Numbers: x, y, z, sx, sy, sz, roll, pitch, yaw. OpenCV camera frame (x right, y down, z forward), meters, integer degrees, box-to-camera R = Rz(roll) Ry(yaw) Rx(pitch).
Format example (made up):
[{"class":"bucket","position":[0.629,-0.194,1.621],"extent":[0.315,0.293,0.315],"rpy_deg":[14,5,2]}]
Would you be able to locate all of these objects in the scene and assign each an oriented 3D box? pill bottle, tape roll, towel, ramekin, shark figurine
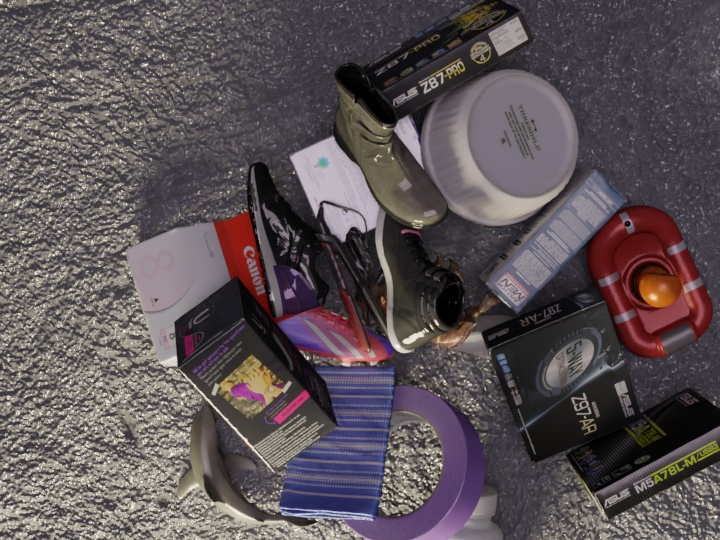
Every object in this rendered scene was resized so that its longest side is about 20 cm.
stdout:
[{"class":"pill bottle","position":[0.128,0.384,1.536],"extent":[0.110,0.111,0.202],"rpy_deg":[7,94,1]},{"class":"tape roll","position":[0.057,0.253,1.502],"extent":[0.198,0.066,0.202],"rpy_deg":[-11,66,26]},{"class":"towel","position":[-0.031,0.219,1.511],"extent":[0.144,0.024,0.202],"rpy_deg":[-2,70,27]},{"class":"ramekin","position":[0.183,-0.160,1.475],"extent":[0.200,0.094,0.205],"rpy_deg":[2,84,-19]},{"class":"shark figurine","position":[-0.167,0.299,1.552],"extent":[0.214,0.090,0.128],"rpy_deg":[40,95,1]}]

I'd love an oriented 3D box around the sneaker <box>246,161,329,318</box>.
[{"class":"sneaker","position":[-0.092,-0.044,1.504],"extent":[0.087,0.076,0.202],"rpy_deg":[-12,84,-8]}]

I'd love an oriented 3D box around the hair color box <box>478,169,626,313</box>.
[{"class":"hair color box","position":[0.246,-0.039,1.512],"extent":[0.061,0.100,0.200],"rpy_deg":[44,94,-3]}]

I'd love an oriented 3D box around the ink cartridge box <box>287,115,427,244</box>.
[{"class":"ink cartridge box","position":[0.023,-0.128,1.525],"extent":[0.198,0.076,0.137],"rpy_deg":[-24,93,4]}]

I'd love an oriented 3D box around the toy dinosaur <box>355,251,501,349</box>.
[{"class":"toy dinosaur","position":[0.093,0.056,1.503],"extent":[0.086,0.200,0.136],"rpy_deg":[29,99,-41]}]

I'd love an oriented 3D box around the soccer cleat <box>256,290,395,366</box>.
[{"class":"soccer cleat","position":[-0.050,0.077,1.542],"extent":[0.198,0.067,0.077],"rpy_deg":[8,98,7]}]

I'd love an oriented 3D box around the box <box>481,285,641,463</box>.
[{"class":"box","position":[0.261,0.137,1.511],"extent":[0.159,0.044,0.201],"rpy_deg":[-22,119,3]}]

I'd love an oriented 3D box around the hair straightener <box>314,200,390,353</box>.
[{"class":"hair straightener","position":[0.000,0.000,1.490],"extent":[0.076,0.041,0.202],"rpy_deg":[-24,94,-12]}]

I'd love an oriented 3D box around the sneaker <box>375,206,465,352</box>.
[{"class":"sneaker","position":[0.078,-0.006,1.433],"extent":[0.099,0.070,0.202],"rpy_deg":[-16,75,41]}]

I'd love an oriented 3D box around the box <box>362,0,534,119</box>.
[{"class":"box","position":[0.105,-0.270,1.471],"extent":[0.199,0.161,0.049],"rpy_deg":[-30,110,4]}]

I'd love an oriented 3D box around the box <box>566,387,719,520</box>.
[{"class":"box","position":[0.367,0.227,1.476],"extent":[0.192,0.200,0.048],"rpy_deg":[-31,94,4]}]

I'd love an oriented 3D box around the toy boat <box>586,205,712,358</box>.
[{"class":"toy boat","position":[0.374,0.015,1.497],"extent":[0.130,0.131,0.201],"rpy_deg":[-26,93,2]}]

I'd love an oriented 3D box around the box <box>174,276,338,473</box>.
[{"class":"box","position":[-0.131,0.129,1.454],"extent":[0.106,0.122,0.200],"rpy_deg":[-35,116,6]}]

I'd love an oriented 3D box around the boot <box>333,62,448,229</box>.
[{"class":"boot","position":[0.031,-0.146,1.398],"extent":[0.068,0.131,0.200],"rpy_deg":[-37,74,-15]}]

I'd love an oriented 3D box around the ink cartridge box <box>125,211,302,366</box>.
[{"class":"ink cartridge box","position":[-0.191,0.014,1.527],"extent":[0.198,0.057,0.164],"rpy_deg":[-23,76,12]}]

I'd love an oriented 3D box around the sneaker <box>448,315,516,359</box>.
[{"class":"sneaker","position":[0.201,0.107,1.542],"extent":[0.198,0.075,0.089],"rpy_deg":[-1,106,1]}]
